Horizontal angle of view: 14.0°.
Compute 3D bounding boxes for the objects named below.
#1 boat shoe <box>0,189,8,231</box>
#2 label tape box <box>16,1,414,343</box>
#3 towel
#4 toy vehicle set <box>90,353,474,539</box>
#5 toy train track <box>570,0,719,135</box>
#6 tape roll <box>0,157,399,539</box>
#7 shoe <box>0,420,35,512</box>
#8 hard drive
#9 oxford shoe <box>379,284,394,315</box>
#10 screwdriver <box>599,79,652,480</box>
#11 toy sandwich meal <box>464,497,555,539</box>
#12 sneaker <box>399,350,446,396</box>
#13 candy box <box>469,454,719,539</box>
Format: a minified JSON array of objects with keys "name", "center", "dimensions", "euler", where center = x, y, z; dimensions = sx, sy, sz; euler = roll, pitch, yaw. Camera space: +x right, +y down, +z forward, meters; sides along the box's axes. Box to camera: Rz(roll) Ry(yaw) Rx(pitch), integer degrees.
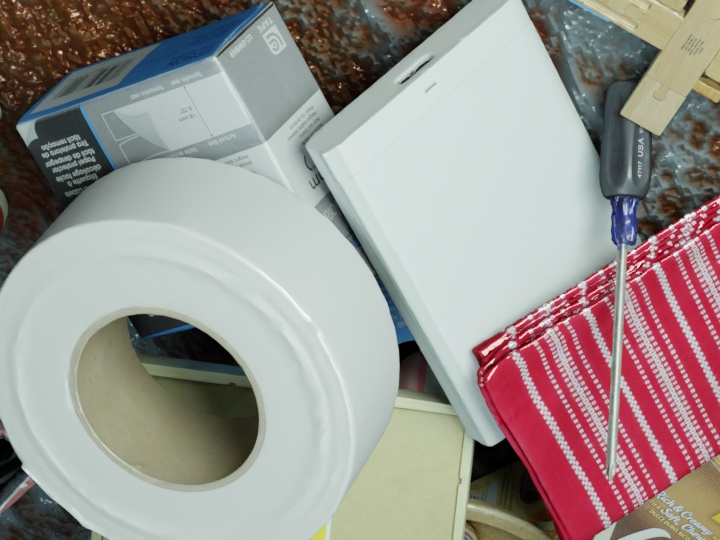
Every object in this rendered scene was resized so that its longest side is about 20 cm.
[{"name":"boat shoe","center":[-0.293,-0.025,1.590],"dimensions":[0.198,0.063,0.072],"euler":[6,133,8]},{"name":"label tape box","center":[-0.064,-0.022,1.501],"dimensions":[0.144,0.063,0.201],"euler":[-15,112,38]},{"name":"towel","center":[0.163,0.047,1.516],"dimensions":[0.199,0.022,0.145],"euler":[-32,125,-6]},{"name":"toy vehicle set","center":[-0.042,0.119,1.555],"dimensions":[0.198,0.027,0.125],"euler":[8,97,3]},{"name":"toy train track","center":[0.129,-0.139,1.427],"dimensions":[0.199,0.033,0.115],"euler":[29,131,-4]},{"name":"tape roll","center":[-0.085,0.048,1.459],"dimensions":[0.201,0.071,0.204],"euler":[10,122,17]},{"name":"shoe","center":[-0.250,0.098,1.667],"dimensions":[0.199,0.091,0.072],"euler":[-19,124,26]},{"name":"hard drive","center":[0.067,-0.026,1.483],"dimensions":[0.026,0.132,0.201],"euler":[26,152,54]},{"name":"oxford shoe","center":[0.000,0.000,1.555],"dimensions":[0.198,0.058,0.076],"euler":[3,133,11]},{"name":"screwdriver","center":[0.132,0.004,1.464],"dimensions":[0.028,0.202,0.029],"euler":[-1,175,28]},{"name":"toy sandwich meal","center":[0.040,0.204,1.623],"dimensions":[0.203,0.071,0.206],"euler":[0,137,0]},{"name":"sneaker","center":[-0.013,0.114,1.641],"dimensions":[0.104,0.076,0.201],"euler":[13,136,-7]},{"name":"candy box","center":[0.142,0.150,1.654],"dimensions":[0.199,0.056,0.115],"euler":[-27,122,31]}]
